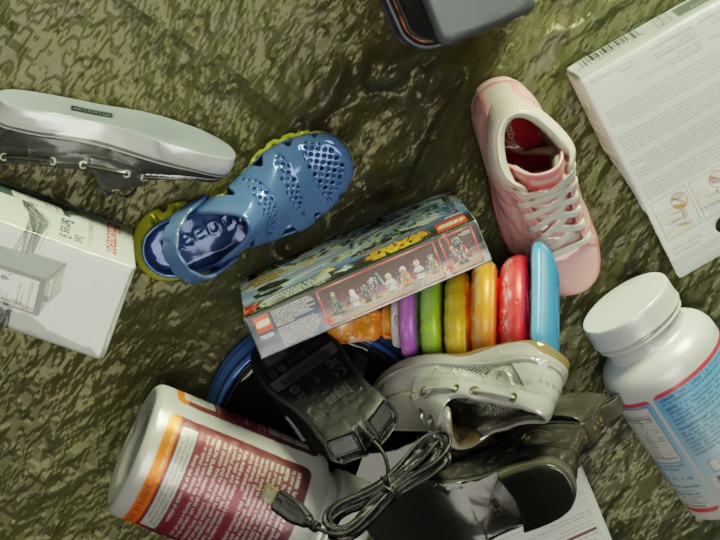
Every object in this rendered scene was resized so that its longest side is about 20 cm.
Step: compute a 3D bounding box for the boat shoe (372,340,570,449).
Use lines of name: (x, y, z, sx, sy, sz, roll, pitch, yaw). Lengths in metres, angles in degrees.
boat shoe: (0.077, 0.108, 1.582, 0.071, 0.200, 0.070, 35, 56, -31)

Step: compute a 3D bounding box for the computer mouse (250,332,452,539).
computer mouse: (-0.034, 0.136, 1.581, 0.140, 0.200, 0.046, -39, 147, -20)

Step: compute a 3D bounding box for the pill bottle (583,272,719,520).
pill bottle: (0.275, 0.105, 1.686, 0.109, 0.109, 0.200, -34, 106, 3)

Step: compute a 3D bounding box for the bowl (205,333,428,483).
bowl: (-0.034, 0.136, 1.696, 0.199, 0.039, 0.202, -2, 106, -6)

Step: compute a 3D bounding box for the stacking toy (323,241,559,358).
stacking toy: (0.064, 0.042, 1.630, 0.199, 0.110, 0.116, -1, 150, 7)

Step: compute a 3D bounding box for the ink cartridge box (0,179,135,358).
ink cartridge box: (-0.283, -0.016, 1.572, 0.199, 0.146, 0.084, 20, 101, -12)

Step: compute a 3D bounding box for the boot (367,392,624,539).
boot: (0.111, 0.160, 1.621, 0.199, 0.174, 0.070, -12, 106, 19)

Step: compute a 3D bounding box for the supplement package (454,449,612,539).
supplement package: (0.160, 0.254, 1.706, 0.119, 0.121, 0.201, -23, 107, 0)

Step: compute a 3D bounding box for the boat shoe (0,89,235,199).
boat shoe: (-0.203, -0.092, 1.602, 0.199, 0.070, 0.067, 11, 111, -9)

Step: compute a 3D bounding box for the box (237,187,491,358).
box: (0.000, 0.000, 1.612, 0.199, 0.137, 0.040, -23, 104, 1)

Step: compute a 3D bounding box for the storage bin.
storage bin: (0.054, -0.266, 1.548, 0.145, 0.134, 0.201, -22, 105, 0)

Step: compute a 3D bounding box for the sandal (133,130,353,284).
sandal: (-0.092, -0.044, 1.617, 0.199, 0.087, 0.080, -32, 104, 1)

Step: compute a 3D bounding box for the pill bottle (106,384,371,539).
pill bottle: (-0.096, 0.181, 1.622, 0.199, 0.114, 0.115, 24, 101, -11)

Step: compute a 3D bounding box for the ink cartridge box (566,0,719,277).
ink cartridge box: (0.287, -0.120, 1.664, 0.162, 0.057, 0.201, -29, 115, 2)

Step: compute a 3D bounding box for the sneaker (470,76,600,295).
sneaker: (0.149, -0.057, 1.631, 0.075, 0.105, 0.201, -24, 108, -1)
